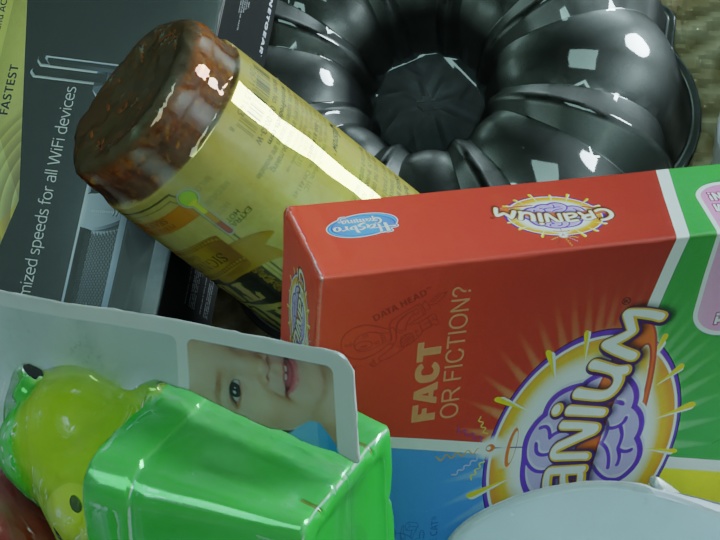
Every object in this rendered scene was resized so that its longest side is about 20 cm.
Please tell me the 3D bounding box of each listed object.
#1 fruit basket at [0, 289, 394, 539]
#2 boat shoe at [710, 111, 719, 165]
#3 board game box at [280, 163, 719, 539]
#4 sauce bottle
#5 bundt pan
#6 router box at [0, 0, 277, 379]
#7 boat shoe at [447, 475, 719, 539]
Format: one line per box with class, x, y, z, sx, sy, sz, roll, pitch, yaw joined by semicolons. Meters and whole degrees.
fruit basket;-0.090;0.092;0.680;0.199;0.094;0.186;7;117;17
boat shoe;0.179;-0.078;0.826;0.073;0.065;0.200;29;57;22
board game box;0.073;0.044;0.729;0.199;0.153;0.040;-7;34;-15
sauce bottle;0.000;0.000;0.740;0.200;0.066;0.066;38;77;-24
bundt pan;0.025;-0.063;0.835;0.201;0.076;0.202;-2;72;6
router box;-0.126;-0.019;0.787;0.157;0.052;0.201;8;78;17
boat shoe;0.125;0.103;0.715;0.201;0.086;0.075;-3;75;6
